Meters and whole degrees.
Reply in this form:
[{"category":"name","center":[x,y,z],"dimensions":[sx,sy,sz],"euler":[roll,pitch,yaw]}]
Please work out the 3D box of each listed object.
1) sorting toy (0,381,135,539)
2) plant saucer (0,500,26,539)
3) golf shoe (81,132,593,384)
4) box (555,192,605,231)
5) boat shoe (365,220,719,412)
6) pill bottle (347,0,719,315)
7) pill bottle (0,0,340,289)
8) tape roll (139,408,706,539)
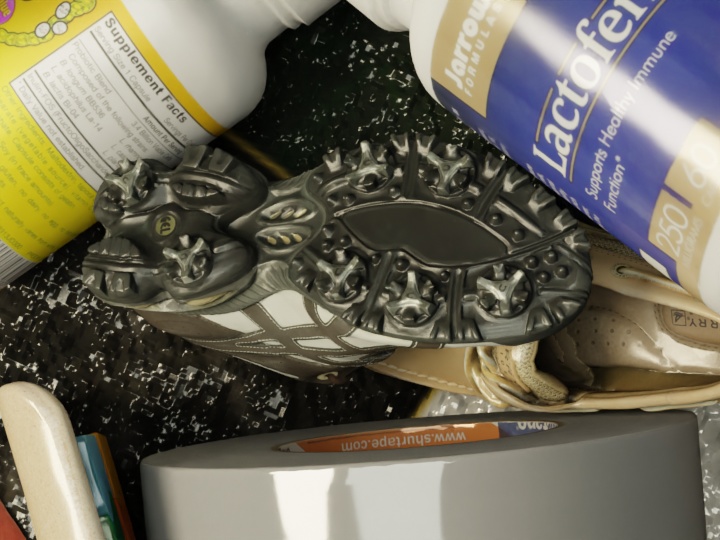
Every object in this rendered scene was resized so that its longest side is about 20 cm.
[{"category":"sorting toy","center":[-0.089,0.130,1.001],"dimensions":[0.036,0.200,0.186],"euler":[-17,87,-8]},{"category":"plant saucer","center":[-0.256,0.108,1.103],"dimensions":[0.199,0.037,0.200],"euler":[-35,84,6]},{"category":"golf shoe","center":[0.000,0.000,0.999],"dimensions":[0.200,0.095,0.078],"euler":[8,68,28]},{"category":"box","center":[0.149,-0.095,1.039],"dimensions":[0.198,0.050,0.200],"euler":[-35,85,8]},{"category":"boat shoe","center":[0.067,0.017,1.009],"dimensions":[0.200,0.064,0.071],"euler":[-3,106,34]},{"category":"pill bottle","center":[0.090,-0.082,0.949],"dimensions":[0.200,0.116,0.116],"euler":[38,95,24]},{"category":"pill bottle","center":[-0.108,-0.077,1.048],"dimensions":[0.200,0.104,0.104],"euler":[-35,85,6]},{"category":"tape roll","center":[0.023,0.091,0.979],"dimensions":[0.200,0.200,0.066],"euler":[-4,91,8]}]
